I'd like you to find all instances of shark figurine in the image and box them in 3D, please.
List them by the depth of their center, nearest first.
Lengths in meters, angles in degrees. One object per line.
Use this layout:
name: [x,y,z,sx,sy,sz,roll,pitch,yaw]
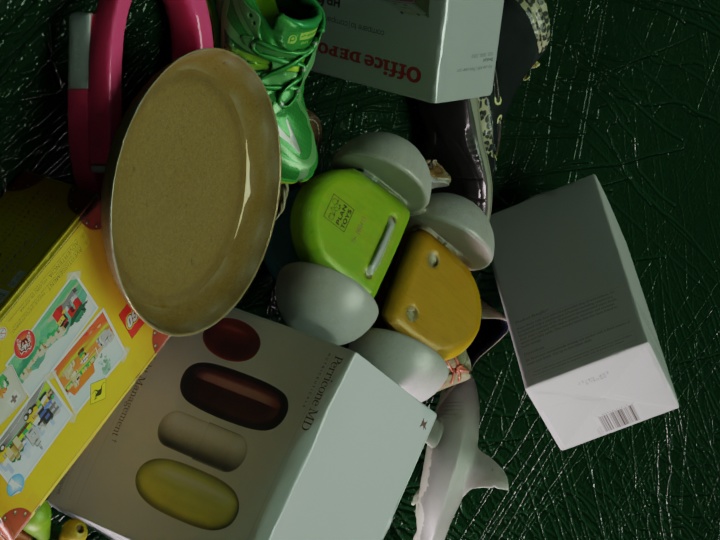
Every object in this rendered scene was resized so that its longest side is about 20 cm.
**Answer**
shark figurine: [0.093,0.209,1.937,0.128,0.089,0.217,-11,110,-77]

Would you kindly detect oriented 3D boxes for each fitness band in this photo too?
fitness band: [-0.150,-0.123,1.467,0.143,0.037,0.202,-5,98,-61]

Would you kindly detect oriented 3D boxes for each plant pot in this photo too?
plant pot: [-0.121,-0.055,1.457,0.200,0.027,0.202,-24,118,-55]

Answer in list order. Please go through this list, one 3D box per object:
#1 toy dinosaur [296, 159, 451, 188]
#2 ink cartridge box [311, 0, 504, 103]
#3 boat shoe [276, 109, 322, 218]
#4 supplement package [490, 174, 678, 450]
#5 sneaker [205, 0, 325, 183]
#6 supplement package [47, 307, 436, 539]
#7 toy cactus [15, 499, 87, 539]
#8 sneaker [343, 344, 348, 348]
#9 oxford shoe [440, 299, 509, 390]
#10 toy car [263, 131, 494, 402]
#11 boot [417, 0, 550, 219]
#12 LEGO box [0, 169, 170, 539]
toy dinosaur: [-0.001,-0.052,1.752,0.199,0.060,0.107,-9,81,-50]
ink cartridge box: [0.036,-0.242,1.619,0.084,0.144,0.202,-17,118,-51]
boat shoe: [-0.087,-0.059,1.591,0.200,0.071,0.076,-43,137,-37]
supplement package: [0.200,0.037,1.922,0.120,0.120,0.201,55,18,-50]
sneaker: [-0.067,-0.159,1.529,0.074,0.083,0.202,-25,107,-42]
supplement package: [-0.087,0.141,1.567,0.147,0.199,0.193,40,71,-55]
toy cactus: [-0.221,0.244,1.528,0.165,0.101,0.202,-30,121,-55]
sneaker: [0.017,0.037,1.791,0.085,0.077,0.201,36,54,-16]
oxford shoe: [0.058,0.079,1.862,0.200,0.074,0.071,-42,137,-37]
toy car: [0.000,0.000,1.665,0.200,0.149,0.176,41,62,-33]
boot: [0.116,-0.144,1.850,0.154,0.073,0.205,-45,140,-39]
LEGO box: [-0.233,0.058,1.426,0.201,0.077,0.150,-53,142,-27]
